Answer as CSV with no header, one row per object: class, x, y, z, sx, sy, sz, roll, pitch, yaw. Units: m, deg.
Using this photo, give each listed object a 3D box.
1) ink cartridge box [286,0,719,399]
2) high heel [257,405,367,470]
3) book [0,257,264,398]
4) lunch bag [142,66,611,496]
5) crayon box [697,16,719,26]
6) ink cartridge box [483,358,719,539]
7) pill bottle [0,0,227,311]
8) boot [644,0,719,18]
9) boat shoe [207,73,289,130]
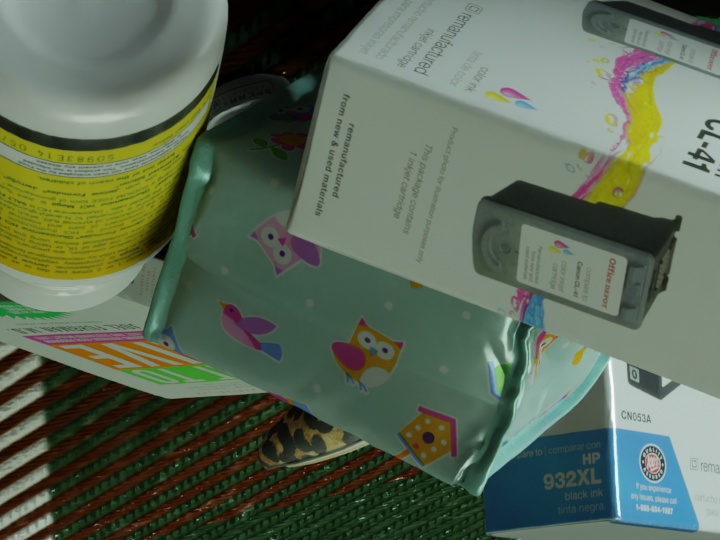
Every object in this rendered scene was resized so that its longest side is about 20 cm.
ink cartridge box,0.093,-0.042,1.041,0.200,0.148,0.086,20,121,11
high heel,0.000,0.000,1.318,0.200,0.143,0.071,-35,-171,16
book,-0.107,0.021,1.347,0.133,0.048,0.200,-2,166,37
lunch bag,0.032,-0.013,1.159,0.200,0.170,0.122,-37,149,-57
crayon box,0.171,-0.099,1.237,0.119,0.058,0.200,-1,152,-32
ink cartridge box,0.132,0.037,1.385,0.084,0.200,0.145,-11,165,38
pill bottle,-0.120,-0.063,1.125,0.112,0.113,0.200,-10,155,-15
boot,0.132,-0.115,1.122,0.200,0.078,0.138,25,141,7
boat shoe,-0.049,-0.020,1.325,0.073,0.067,0.200,-16,157,-1
